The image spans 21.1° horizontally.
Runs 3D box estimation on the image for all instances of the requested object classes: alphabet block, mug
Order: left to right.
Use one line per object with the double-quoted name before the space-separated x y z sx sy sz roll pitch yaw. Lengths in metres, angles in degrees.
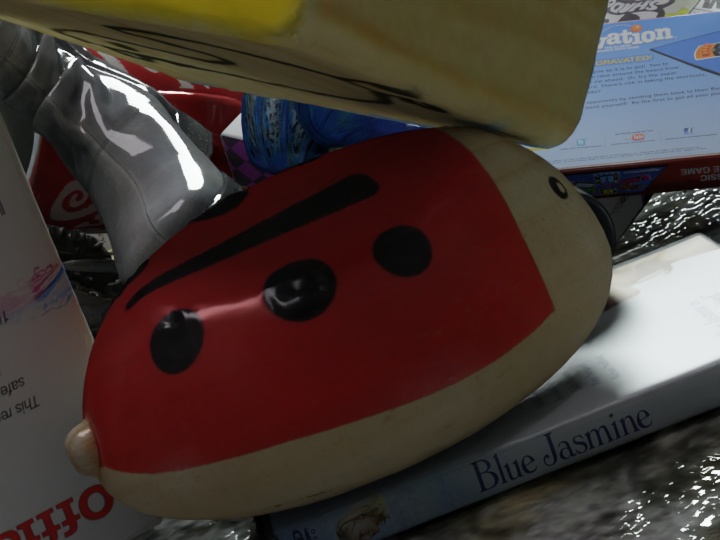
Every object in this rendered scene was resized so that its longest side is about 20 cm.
"mug" -0.138 -0.069 1.082 0.177 0.134 0.199 34 20 33
"alphabet block" -0.025 -0.164 0.655 0.194 0.198 0.200 12 0 31

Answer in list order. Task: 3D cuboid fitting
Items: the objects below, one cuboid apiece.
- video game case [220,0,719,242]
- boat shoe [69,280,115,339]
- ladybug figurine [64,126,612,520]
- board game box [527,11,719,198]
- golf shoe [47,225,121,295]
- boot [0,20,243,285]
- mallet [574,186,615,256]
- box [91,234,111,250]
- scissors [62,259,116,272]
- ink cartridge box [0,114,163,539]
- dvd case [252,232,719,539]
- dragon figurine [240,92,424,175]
"video game case" 0.064 -0.087 0.901 0.199 0.036 0.181 15 49 33
"boat shoe" -0.135 0.035 0.861 0.071 0.066 0.201 -15 13 32
"ladybug figurine" -0.010 0.011 0.644 0.199 0.072 0.136 -28 33 -17
"board game box" 0.151 -0.074 0.813 0.199 0.020 0.103 -5 42 11
"golf shoe" -0.222 0.025 1.013 0.199 0.078 0.088 -20 7 -1
"boot" -0.127 -0.064 0.863 0.070 0.132 0.200 -47 20 3
"mallet" 0.000 0.017 0.741 0.199 0.041 0.066 -25 15 -3
"box" -0.267 0.011 1.201 0.199 0.037 0.144 -30 17 -36
"scissors" -0.113 0.000 0.951 0.073 0.014 0.200 -4 1 28
"ink cartridge box" -0.178 0.029 0.676 0.144 0.201 0.084 -26 13 -26
"dvd case" 0.053 0.041 0.680 0.199 0.018 0.143 -21 15 -3
"dragon figurine" -0.013 -0.072 0.800 0.099 0.201 0.059 -1 -24 -26
